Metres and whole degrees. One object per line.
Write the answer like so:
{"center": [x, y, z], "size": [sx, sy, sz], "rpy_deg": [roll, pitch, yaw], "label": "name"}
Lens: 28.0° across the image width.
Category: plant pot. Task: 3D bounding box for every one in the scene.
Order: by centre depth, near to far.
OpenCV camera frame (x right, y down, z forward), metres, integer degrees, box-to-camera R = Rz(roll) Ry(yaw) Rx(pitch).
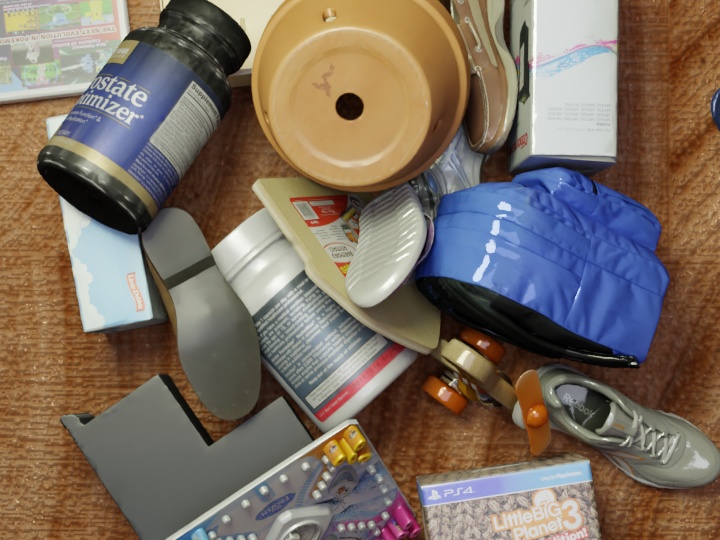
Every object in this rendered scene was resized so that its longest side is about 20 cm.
{"center": [-0.004, -0.154, 1.258], "size": [0.200, 0.140, 0.200], "rpy_deg": [1, 108, 4], "label": "plant pot"}

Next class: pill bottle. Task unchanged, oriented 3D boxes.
{"center": [-0.183, -0.140, 1.261], "size": [0.112, 0.112, 0.200], "rpy_deg": [31, 72, 1], "label": "pill bottle"}
{"center": [-0.053, 0.043, 1.350], "size": [0.120, 0.120, 0.200], "rpy_deg": [-42, 88, -2], "label": "pill bottle"}

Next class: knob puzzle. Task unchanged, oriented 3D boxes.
{"center": [0.000, 0.000, 1.320], "size": [0.220, 0.220, 0.030], "rpy_deg": [48, 115, 2], "label": "knob puzzle"}

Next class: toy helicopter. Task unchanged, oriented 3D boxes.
{"center": [0.116, 0.103, 1.307], "size": [0.132, 0.200, 0.079], "rpy_deg": [37, 87, 19], "label": "toy helicopter"}

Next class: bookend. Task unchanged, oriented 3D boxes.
{"center": [-0.140, 0.164, 1.358], "size": [0.199, 0.092, 0.200], "rpy_deg": [-35, 86, -3], "label": "bookend"}

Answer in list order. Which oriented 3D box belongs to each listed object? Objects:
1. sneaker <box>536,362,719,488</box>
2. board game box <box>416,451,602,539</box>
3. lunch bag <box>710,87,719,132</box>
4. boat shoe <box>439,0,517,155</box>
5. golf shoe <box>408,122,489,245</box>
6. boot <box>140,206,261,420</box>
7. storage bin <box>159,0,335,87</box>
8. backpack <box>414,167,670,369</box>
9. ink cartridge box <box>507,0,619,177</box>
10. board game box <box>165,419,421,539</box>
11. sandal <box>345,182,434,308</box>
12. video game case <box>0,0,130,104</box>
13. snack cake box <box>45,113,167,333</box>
{"center": [0.251, 0.153, 1.359], "size": [0.200, 0.092, 0.076], "rpy_deg": [24, 88, 1], "label": "sneaker"}
{"center": [0.146, 0.283, 1.350], "size": [0.159, 0.097, 0.200], "rpy_deg": [-9, 87, -1], "label": "board game box"}
{"center": [0.438, -0.127, 1.354], "size": [0.136, 0.132, 0.200], "rpy_deg": [-36, 87, -2], "label": "lunch bag"}
{"center": [0.098, -0.201, 1.366], "size": [0.072, 0.076, 0.200], "rpy_deg": [4, 63, -22], "label": "boat shoe"}
{"center": [0.075, -0.128, 1.395], "size": [0.097, 0.078, 0.200], "rpy_deg": [-11, 91, -20], "label": "golf shoe"}
{"center": [-0.145, 0.039, 1.312], "size": [0.074, 0.075, 0.200], "rpy_deg": [-21, 92, -15], "label": "boot"}
{"center": [-0.089, -0.280, 1.380], "size": [0.200, 0.094, 0.199], "rpy_deg": [-7, 88, 0], "label": "storage bin"}
{"center": [0.158, -0.011, 1.317], "size": [0.200, 0.162, 0.168], "rpy_deg": [20, 78, -19], "label": "backpack"}
{"center": [0.188, -0.193, 1.348], "size": [0.083, 0.146, 0.200], "rpy_deg": [1, 87, -3], "label": "ink cartridge box"}
{"center": [-0.054, 0.243, 1.309], "size": [0.200, 0.200, 0.026], "rpy_deg": [-33, 51, -4], "label": "board game box"}
{"center": [0.035, -0.021, 1.279], "size": [0.082, 0.203, 0.050], "rpy_deg": [-35, 111, 22], "label": "sandal"}
{"center": [-0.329, -0.257, 1.415], "size": [0.200, 0.023, 0.182], "rpy_deg": [-7, 87, -1], "label": "video game case"}
{"center": [-0.237, -0.044, 1.357], "size": [0.067, 0.115, 0.200], "rpy_deg": [-11, 87, 0], "label": "snack cake box"}
